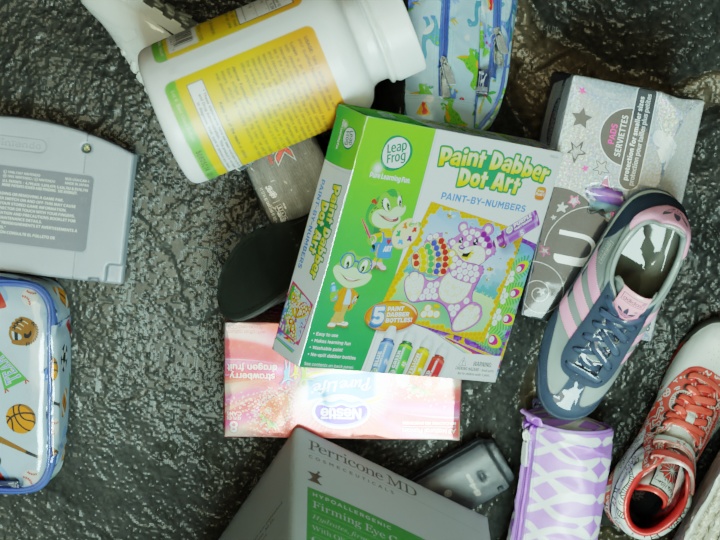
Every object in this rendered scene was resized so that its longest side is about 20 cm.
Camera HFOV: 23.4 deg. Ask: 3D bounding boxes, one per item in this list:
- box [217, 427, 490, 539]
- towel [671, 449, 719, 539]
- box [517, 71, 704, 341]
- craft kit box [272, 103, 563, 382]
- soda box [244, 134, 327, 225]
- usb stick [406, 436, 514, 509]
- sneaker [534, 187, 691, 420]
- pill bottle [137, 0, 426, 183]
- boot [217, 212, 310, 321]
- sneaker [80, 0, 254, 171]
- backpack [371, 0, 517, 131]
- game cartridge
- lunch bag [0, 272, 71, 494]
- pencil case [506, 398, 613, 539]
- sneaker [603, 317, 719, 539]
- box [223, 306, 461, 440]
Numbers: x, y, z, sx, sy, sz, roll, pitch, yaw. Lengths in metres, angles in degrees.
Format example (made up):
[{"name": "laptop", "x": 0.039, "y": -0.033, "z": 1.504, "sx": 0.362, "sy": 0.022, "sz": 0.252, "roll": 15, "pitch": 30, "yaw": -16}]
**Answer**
[{"name": "box", "x": -0.018, "y": 0.281, "z": 1.423, "sx": 0.199, "sy": 0.171, "sz": 0.200, "roll": 27, "pitch": 115, "yaw": -15}, {"name": "towel", "x": 0.284, "y": 0.217, "z": 1.455, "sx": 0.034, "sy": 0.133, "sz": 0.200, "roll": 26, "pitch": 111, "yaw": 9}, {"name": "box", "x": 0.197, "y": -0.057, "z": 1.442, "sx": 0.115, "sy": 0.132, "sz": 0.200, "roll": 11, "pitch": 97, "yaw": -2}, {"name": "craft kit box", "x": 0.047, "y": -0.016, "z": 1.341, "sx": 0.200, "sy": 0.048, "sz": 0.198, "roll": 6, "pitch": 102, "yaw": -37}, {"name": "soda box", "x": -0.074, "y": -0.118, "z": 1.469, "sx": 0.071, "sy": 0.063, "sz": 0.200, "roll": -24, "pitch": 96, "yaw": 2}, {"name": "usb stick", "x": 0.040, "y": 0.213, "z": 1.523, "sx": 0.200, "sy": 0.033, "sz": 0.056, "roll": -31, "pitch": 95, "yaw": 3}, {"name": "sneaker", "x": 0.193, "y": 0.032, "z": 1.347, "sx": 0.070, "sy": 0.082, "sz": 0.200, "roll": 22, "pitch": 101, "yaw": -5}, {"name": "pill bottle", "x": -0.057, "y": -0.152, "z": 1.315, "sx": 0.200, "sy": 0.111, "sz": 0.111, "roll": -22, "pitch": 96, "yaw": 2}, {"name": "boot", "x": 0.000, "y": 0.000, "z": 1.445, "sx": 0.200, "sy": 0.174, "sz": 0.069, "roll": -33, "pitch": 57, "yaw": 23}, {"name": "sneaker", "x": -0.150, "y": -0.163, "z": 1.400, "sx": 0.200, "sy": 0.076, "sz": 0.081, "roll": 36, "pitch": 105, "yaw": -2}, {"name": "backpack", "x": 0.059, "y": -0.182, "z": 1.426, "sx": 0.153, "sy": 0.163, "sz": 0.200, "roll": -9, "pitch": 90, "yaw": -8}, {"name": "game cartridge", "x": -0.294, "y": -0.064, "z": 1.487, "sx": 0.200, "sy": 0.042, "sz": 0.133, "roll": 7, "pitch": 89, "yaw": -1}, {"name": "lunch bag", "x": -0.332, "y": 0.099, "z": 1.491, "sx": 0.160, "sy": 0.076, "sz": 0.200, "roll": 4, "pitch": 96, "yaw": 2}, {"name": "pencil case", "x": 0.163, "y": 0.215, "z": 1.497, "sx": 0.085, "sy": 0.084, "sz": 0.200, "roll": 3, "pitch": 97, "yaw": -36}, {"name": "sneaker", "x": 0.276, "y": 0.138, "z": 1.477, "sx": 0.067, "sy": 0.108, "sz": 0.202, "roll": 31, "pitch": 95, "yaw": -4}, {"name": "box", "x": -0.015, "y": 0.087, "z": 1.477, "sx": 0.200, "sy": 0.095, "sz": 0.103, "roll": 2, "pitch": 97, "yaw": 0}]
